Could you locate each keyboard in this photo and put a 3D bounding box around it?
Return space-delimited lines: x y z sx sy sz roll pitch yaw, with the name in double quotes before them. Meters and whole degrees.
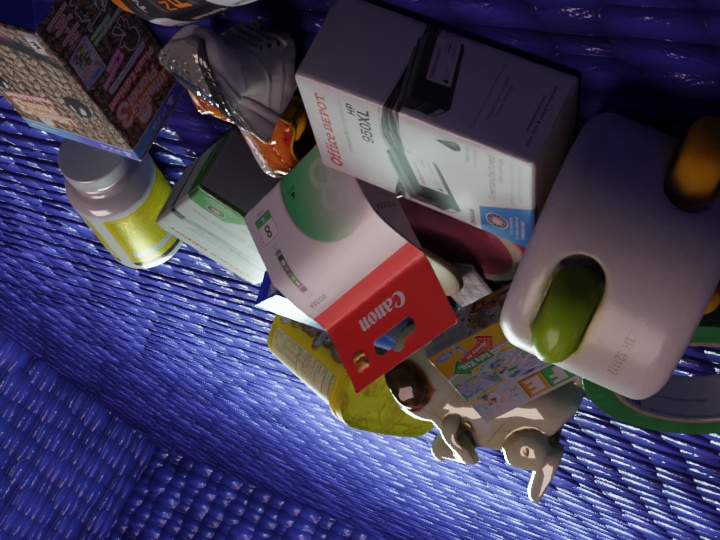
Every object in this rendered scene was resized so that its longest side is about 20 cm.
"keyboard" 0.127 0.040 1.254 0.056 0.011 0.200 12 159 36

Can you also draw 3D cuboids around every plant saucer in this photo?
"plant saucer" 0.093 -0.051 1.149 0.199 0.051 0.201 26 161 9

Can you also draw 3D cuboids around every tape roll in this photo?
"tape roll" 0.295 0.080 1.091 0.198 0.049 0.201 6 147 4

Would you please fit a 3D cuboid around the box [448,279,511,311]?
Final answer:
"box" 0.060 -0.003 1.327 0.199 0.046 0.159 30 162 -7

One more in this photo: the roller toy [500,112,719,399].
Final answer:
"roller toy" 0.196 -0.010 0.900 0.139 0.201 0.182 24 175 9

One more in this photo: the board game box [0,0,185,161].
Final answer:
"board game box" -0.288 -0.215 1.191 0.158 0.097 0.200 18 159 29

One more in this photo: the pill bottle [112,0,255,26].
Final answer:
"pill bottle" -0.116 -0.232 0.880 0.106 0.107 0.199 38 159 -28

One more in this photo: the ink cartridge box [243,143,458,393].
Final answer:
"ink cartridge box" -0.015 -0.005 1.138 0.050 0.201 0.161 -9 158 -43

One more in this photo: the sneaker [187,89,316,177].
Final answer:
"sneaker" -0.091 -0.155 1.138 0.077 0.074 0.200 -5 152 33

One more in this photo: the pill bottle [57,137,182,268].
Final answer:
"pill bottle" -0.288 -0.092 1.497 0.111 0.112 0.200 21 161 20

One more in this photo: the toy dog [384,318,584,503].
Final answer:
"toy dog" 0.120 0.125 1.276 0.198 0.140 0.194 19 147 3

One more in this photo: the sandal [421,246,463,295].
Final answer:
"sandal" 0.002 0.004 1.215 0.211 0.070 0.078 24 156 38

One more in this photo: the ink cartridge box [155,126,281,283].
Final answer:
"ink cartridge box" -0.128 -0.066 1.378 0.146 0.084 0.200 33 161 -16

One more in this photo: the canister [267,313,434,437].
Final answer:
"canister" -0.009 0.115 1.499 0.148 0.087 0.200 14 -168 -35

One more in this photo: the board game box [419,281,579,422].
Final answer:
"board game box" 0.171 0.055 1.138 0.199 0.034 0.134 -29 137 14

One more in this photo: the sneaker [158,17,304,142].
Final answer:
"sneaker" -0.098 -0.168 1.001 0.074 0.087 0.200 37 -176 10

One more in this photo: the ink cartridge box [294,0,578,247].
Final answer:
"ink cartridge box" 0.061 -0.114 0.971 0.199 0.085 0.145 23 161 17

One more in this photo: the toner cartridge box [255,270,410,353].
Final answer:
"toner cartridge box" -0.009 0.047 1.364 0.199 0.044 0.095 21 167 -15
